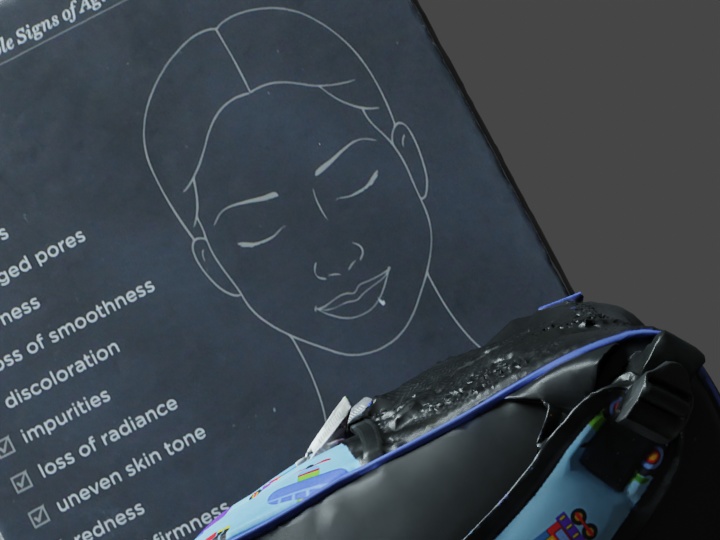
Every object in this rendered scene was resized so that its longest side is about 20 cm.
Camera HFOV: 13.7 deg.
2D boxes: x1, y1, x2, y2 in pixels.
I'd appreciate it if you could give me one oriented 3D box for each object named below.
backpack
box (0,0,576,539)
[{"bbox_3d":[0.025,0.121,0.825,0.183,0.200,0.135,63,176,-11],"label":"backpack"},{"bbox_3d":[-0.052,-0.003,0.987,0.197,0.200,0.124,63,177,7],"label":"box"}]
